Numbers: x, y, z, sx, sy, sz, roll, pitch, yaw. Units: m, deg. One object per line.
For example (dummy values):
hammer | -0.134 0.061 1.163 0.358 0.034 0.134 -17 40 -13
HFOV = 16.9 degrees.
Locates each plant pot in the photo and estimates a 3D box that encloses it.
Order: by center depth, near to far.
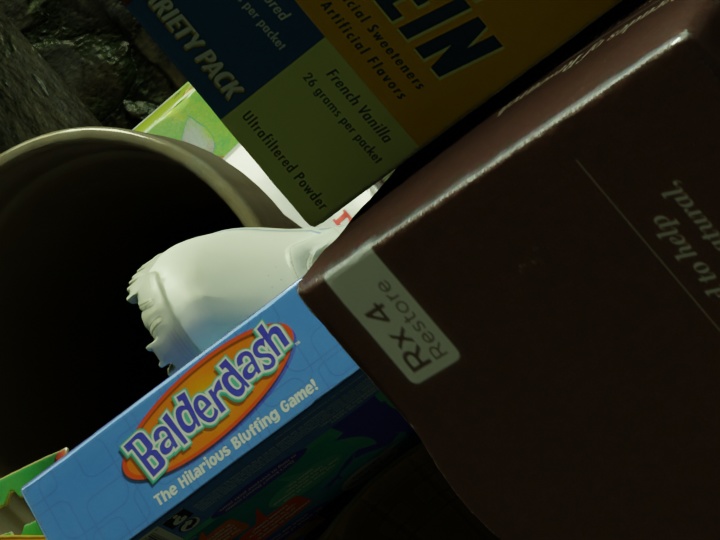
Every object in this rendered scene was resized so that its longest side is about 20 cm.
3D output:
plant pot | -0.082 0.036 1.102 0.200 0.200 0.173 -38 -12 20

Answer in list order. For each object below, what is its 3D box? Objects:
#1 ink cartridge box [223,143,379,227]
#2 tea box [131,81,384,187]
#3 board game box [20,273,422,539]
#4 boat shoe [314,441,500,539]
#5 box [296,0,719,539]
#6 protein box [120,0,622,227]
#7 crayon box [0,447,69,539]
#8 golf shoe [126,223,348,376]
ink cartridge box | -0.053 0.035 1.251 0.200 0.146 0.084 -43 -30 4
tea box | -0.072 0.001 1.389 0.197 0.200 0.134 -41 8 5
board game box | -0.017 0.074 0.915 0.152 0.045 0.200 -36 -25 6
boat shoe | 0.010 0.116 0.910 0.200 0.072 0.072 -45 6 5
box | 0.122 -0.017 0.738 0.164 0.166 0.200 -33 12 40
protein box | 0.043 -0.153 0.752 0.198 0.135 0.200 -35 9 32
crayon box | -0.146 0.176 0.914 0.051 0.201 0.127 2 -15 -28
golf shoe | 0.000 0.000 0.939 0.199 0.079 0.097 -3 -31 -49
